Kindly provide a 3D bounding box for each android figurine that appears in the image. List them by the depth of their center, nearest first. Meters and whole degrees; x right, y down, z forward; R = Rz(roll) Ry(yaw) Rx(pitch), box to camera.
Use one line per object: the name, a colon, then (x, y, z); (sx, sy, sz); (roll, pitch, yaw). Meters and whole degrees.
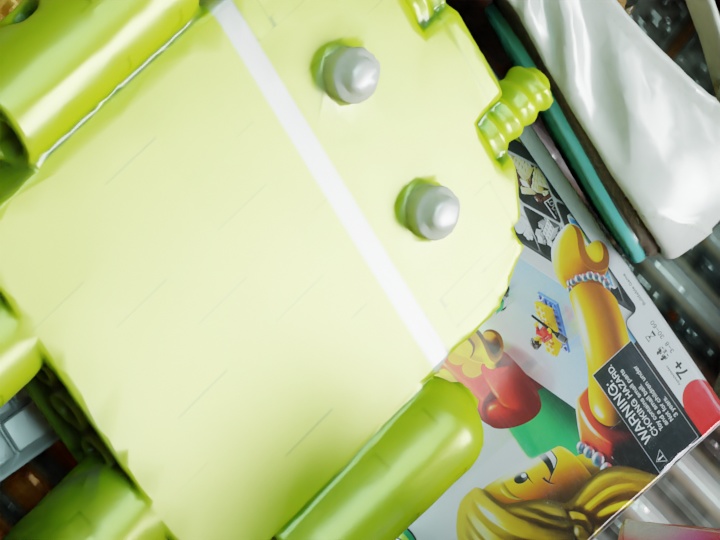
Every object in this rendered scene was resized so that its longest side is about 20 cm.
android figurine: (-0.030, -0.004, 0.729); (0.200, 0.041, 0.183); (-42, 119, -21)

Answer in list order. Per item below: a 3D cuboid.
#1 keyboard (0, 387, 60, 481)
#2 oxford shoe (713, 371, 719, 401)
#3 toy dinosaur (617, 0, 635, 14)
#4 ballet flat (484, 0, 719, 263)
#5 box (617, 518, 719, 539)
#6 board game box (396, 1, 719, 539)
keyboard: (-0.057, -0.006, 0.754); (0.200, 0.011, 0.056); (-36, 99, -20)
oxford shoe: (0.153, -0.027, 0.891); (0.074, 0.071, 0.200); (35, 60, 5)
toy dinosaur: (0.041, -0.115, 0.841); (0.200, 0.060, 0.106); (46, 64, -13)
ballet flat: (0.051, -0.093, 0.796); (0.069, 0.069, 0.200); (-48, 114, -28)
box: (0.139, 0.147, 0.767); (0.200, 0.102, 0.095); (43, 58, -52)
board game box: (0.000, 0.000, 0.802); (0.126, 0.035, 0.200); (-40, 100, -22)
